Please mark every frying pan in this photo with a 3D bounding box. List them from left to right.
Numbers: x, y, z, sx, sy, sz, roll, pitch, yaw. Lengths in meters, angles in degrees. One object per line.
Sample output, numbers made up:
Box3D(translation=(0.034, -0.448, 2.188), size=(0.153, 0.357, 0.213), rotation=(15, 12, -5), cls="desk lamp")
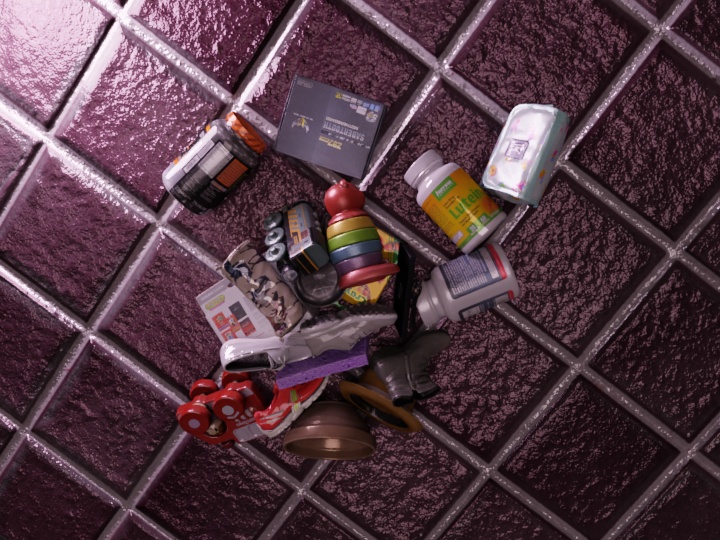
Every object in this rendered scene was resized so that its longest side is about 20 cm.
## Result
Box3D(translation=(-0.066, -0.017, 1.062), size=(0.114, 0.031, 0.191), rotation=(26, 83, 8), cls="frying pan")

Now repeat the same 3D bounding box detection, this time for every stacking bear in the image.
Box3D(translation=(-0.015, -0.074, 1.017), size=(0.113, 0.121, 0.202), rotation=(-13, 84, -20), cls="stacking bear")

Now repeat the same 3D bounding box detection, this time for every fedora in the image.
Box3D(translation=(0.052, 0.266, 1.104), size=(0.200, 0.201, 0.082), rotation=(31, 65, 0), cls="fedora")

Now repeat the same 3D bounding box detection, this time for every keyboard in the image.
Box3D(translation=(0.094, 0.053, 1.041), size=(0.020, 0.127, 0.202), rotation=(-5, 122, -12), cls="keyboard")

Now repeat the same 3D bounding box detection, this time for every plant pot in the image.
Box3D(translation=(-0.065, 0.340, 1.115), size=(0.199, 0.201, 0.093), rotation=(-2, 58, 5), cls="plant pot")

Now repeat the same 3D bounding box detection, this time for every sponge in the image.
Box3D(translation=(-0.077, 0.186, 1.105), size=(0.198, 0.112, 0.030), rotation=(-16, 110, 6), cls="sponge")

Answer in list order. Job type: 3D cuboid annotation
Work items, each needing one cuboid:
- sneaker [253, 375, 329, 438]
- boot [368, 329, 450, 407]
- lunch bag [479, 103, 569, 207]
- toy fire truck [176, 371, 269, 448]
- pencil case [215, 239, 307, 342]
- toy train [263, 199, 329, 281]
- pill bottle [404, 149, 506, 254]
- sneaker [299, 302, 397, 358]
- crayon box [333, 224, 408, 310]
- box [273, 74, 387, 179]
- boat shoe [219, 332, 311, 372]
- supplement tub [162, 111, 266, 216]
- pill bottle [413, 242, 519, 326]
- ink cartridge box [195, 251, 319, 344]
Box3D(translation=(-0.144, 0.262, 1.110), size=(0.085, 0.077, 0.200), rotation=(47, 70, -3), cls="sneaker")
Box3D(translation=(0.125, 0.203, 1.055), size=(0.198, 0.131, 0.068), rotation=(-17, 134, -23), cls="boot")
Box3D(translation=(0.309, -0.213, 0.975), size=(0.121, 0.200, 0.172), rotation=(23, 100, 1), cls="lunch bag")
Box3D(translation=(-0.295, 0.324, 1.153), size=(0.199, 0.112, 0.169), rotation=(-23, 114, 8), cls="toy fire truck")
Box3D(translation=(-0.190, 0.042, 1.026), size=(0.089, 0.078, 0.200), rotation=(-41, 93, -10), cls="pencil case")
Box3D(translation=(-0.129, -0.065, 1.045), size=(0.113, 0.201, 0.085), rotation=(-27, 131, 10), cls="toy train")
Box3D(translation=(0.183, -0.141, 1.033), size=(0.111, 0.111, 0.200), rotation=(-43, 81, 9), cls="pill bottle")
Box3D(translation=(-0.020, 0.122, 1.061), size=(0.198, 0.075, 0.083), rotation=(-13, 107, -2), cls="sneaker")
Box3D(translation=(0.000, 0.000, 1.105), size=(0.126, 0.051, 0.201), rotation=(29, 100, -1), cls="crayon box")
Box3D(translation=(-0.062, -0.291, 1.068), size=(0.198, 0.051, 0.159), rotation=(20, 100, 1), cls="box")
Box3D(translation=(-0.181, 0.172, 1.049), size=(0.198, 0.069, 0.073), rotation=(3, 122, -19), cls="boat shoe")
Box3D(translation=(-0.295, -0.219, 1.060), size=(0.200, 0.123, 0.123), rotation=(-42, 93, 8), cls="supplement tub")
Box3D(translation=(0.208, 0.034, 1.059), size=(0.199, 0.120, 0.120), rotation=(-23, 96, 7), cls="pill bottle")
Box3D(translation=(-0.219, 0.076, 1.115), size=(0.199, 0.084, 0.176), rotation=(-31, 95, 7), cls="ink cartridge box")
